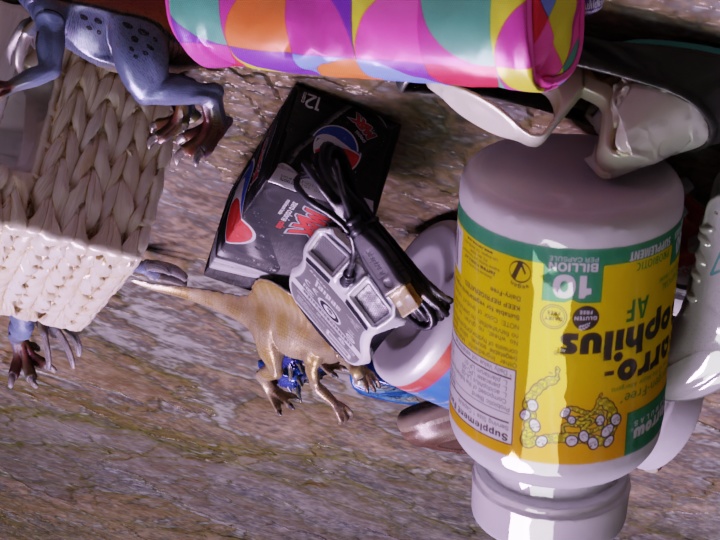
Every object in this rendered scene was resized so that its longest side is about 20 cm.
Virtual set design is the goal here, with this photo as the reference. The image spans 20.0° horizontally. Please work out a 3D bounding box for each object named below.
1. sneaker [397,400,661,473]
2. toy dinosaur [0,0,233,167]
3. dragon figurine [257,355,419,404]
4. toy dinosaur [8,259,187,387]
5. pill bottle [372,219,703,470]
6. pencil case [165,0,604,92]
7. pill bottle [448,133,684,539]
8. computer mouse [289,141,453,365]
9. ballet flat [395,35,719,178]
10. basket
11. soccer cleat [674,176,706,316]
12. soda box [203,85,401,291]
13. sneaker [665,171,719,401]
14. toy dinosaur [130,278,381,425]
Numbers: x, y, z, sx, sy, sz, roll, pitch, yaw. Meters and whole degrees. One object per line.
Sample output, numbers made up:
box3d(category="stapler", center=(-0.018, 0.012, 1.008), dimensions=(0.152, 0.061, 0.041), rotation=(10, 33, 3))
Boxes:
box3d(category="sneaker", center=(0.125, 0.114, 1.395), dimensions=(0.200, 0.076, 0.070), rotation=(-7, 178, -17))
box3d(category="toy dinosaur", center=(-0.143, -0.141, 1.079), dimensions=(0.182, 0.200, 0.105), rotation=(54, -178, -27))
box3d(category="dragon figurine", center=(0.027, 0.059, 1.399), dimensions=(0.200, 0.100, 0.059), rotation=(20, 161, -11))
box3d(category="toy dinosaur", center=(-0.235, 0.006, 1.472), dimensions=(0.200, 0.105, 0.182), rotation=(24, 142, 11))
box3d(category="pill bottle", center=(0.117, 0.054, 1.300), dimensions=(0.200, 0.112, 0.112), rotation=(23, 159, -22))
box3d(category="pencil case", center=(0.010, -0.129, 0.935), dimensions=(0.200, 0.089, 0.088), rotation=(5, 158, 27))
box3d(category="pill bottle", center=(0.103, 0.040, 1.049), dimensions=(0.113, 0.113, 0.200), rotation=(10, 117, 16))
box3d(category="computer mouse", center=(0.000, 0.000, 1.135), dimensions=(0.110, 0.044, 0.200), rotation=(48, 166, 5))
box3d(category="ballet flat", center=(0.108, -0.084, 0.994), dimensions=(0.200, 0.069, 0.068), rotation=(15, 156, 2))
box3d(category="basket", center=(-0.192, -0.053, 1.222), dimensions=(0.123, 0.136, 0.200), rotation=(17, 161, -15))
box3d(category="soccer cleat", center=(0.173, -0.012, 1.137), dimensions=(0.200, 0.069, 0.085), rotation=(19, 145, -24))
box3d(category="soda box", center=(-0.039, -0.040, 1.237), dimensions=(0.071, 0.063, 0.200), rotation=(19, 160, -9))
box3d(category="sneaker", center=(0.201, -0.013, 1.052), dimensions=(0.080, 0.070, 0.200), rotation=(32, 123, -10))
box3d(category="toy dinosaur", center=(-0.049, 0.040, 1.308), dimensions=(0.200, 0.058, 0.101), rotation=(18, 145, 41))
